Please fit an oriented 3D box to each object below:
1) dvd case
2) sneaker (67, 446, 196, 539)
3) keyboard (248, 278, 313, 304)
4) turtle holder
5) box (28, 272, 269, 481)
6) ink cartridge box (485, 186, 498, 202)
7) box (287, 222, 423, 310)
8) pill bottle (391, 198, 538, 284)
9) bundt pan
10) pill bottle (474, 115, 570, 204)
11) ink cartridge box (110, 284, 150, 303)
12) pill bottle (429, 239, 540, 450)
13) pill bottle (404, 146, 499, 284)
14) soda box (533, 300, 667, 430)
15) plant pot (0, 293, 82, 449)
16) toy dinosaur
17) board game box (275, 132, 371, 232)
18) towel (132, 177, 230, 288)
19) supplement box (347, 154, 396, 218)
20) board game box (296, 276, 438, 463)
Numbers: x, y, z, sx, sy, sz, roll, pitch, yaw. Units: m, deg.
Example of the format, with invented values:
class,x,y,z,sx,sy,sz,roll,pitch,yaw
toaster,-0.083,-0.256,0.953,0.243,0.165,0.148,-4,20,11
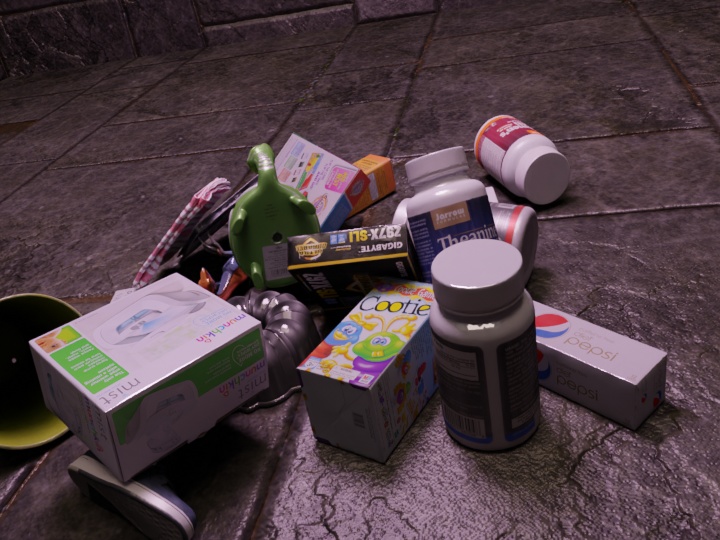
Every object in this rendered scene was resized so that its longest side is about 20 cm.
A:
class,x,y,z,sx,sy,sz,roll,pitch,yaw
dvd case,-0.246,-0.088,1.243,0.149,0.016,0.199,-45,7,-25
sneaker,-0.216,0.209,0.799,0.199,0.079,0.146,13,40,38
keyboard,-0.129,-0.022,1.157,0.101,0.040,0.204,-1,52,-8
turtle holder,-0.140,-0.073,1.063,0.140,0.187,0.132,-38,20,-2
box,-0.232,0.110,0.806,0.174,0.099,0.198,23,38,38
ink cartridge box,0.152,-0.065,1.167,0.158,0.058,0.201,-8,25,6
box,0.000,0.000,0.976,0.155,0.200,0.051,-5,72,9
pill bottle,0.151,-0.045,1.049,0.195,0.118,0.116,10,35,26
bundt pan,-0.148,0.095,0.972,0.196,0.077,0.203,-9,29,5
pill bottle,0.287,-0.198,1.280,0.107,0.112,0.201,-16,29,-8
ink cartridge box,-0.348,0.088,1.093,0.097,0.040,0.201,-10,28,4
pill bottle,0.133,0.079,0.767,0.110,0.205,0.115,-8,29,5
pill bottle,0.121,-0.050,0.934,0.108,0.205,0.111,-15,2,0
soda box,0.247,0.101,0.830,0.067,0.065,0.198,-30,34,-30
plant pot,-0.472,0.123,0.965,0.186,0.191,0.198,-33,21,-34
toy dinosaur,-0.197,-0.015,1.160,0.194,0.107,0.184,-6,39,-2
board game box,-0.094,-0.139,1.258,0.199,0.040,0.155,34,88,40
towel,-0.296,-0.062,1.190,0.201,0.030,0.147,-49,8,18
supplement box,-0.026,-0.147,1.350,0.198,0.070,0.066,-35,35,-29
board game box,0.028,0.108,0.854,0.101,0.107,0.200,9,35,32
